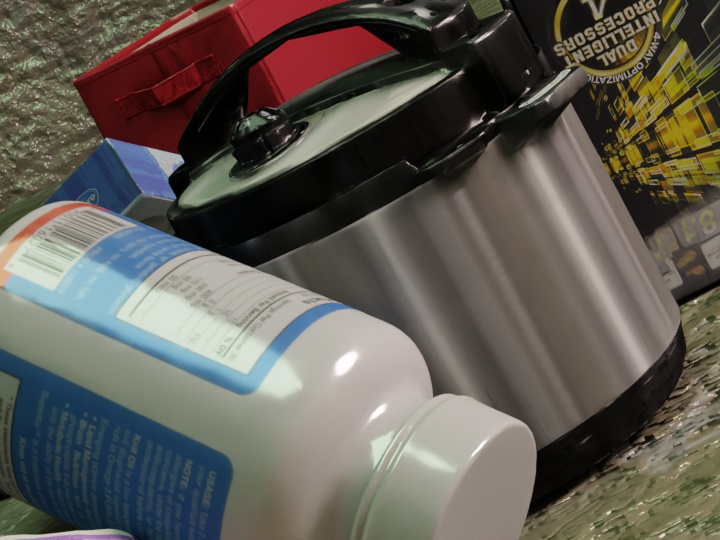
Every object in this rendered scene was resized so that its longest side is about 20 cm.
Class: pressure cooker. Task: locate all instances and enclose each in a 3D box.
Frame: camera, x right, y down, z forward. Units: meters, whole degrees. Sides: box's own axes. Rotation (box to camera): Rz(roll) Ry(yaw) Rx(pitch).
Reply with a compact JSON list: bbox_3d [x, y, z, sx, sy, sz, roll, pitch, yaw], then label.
[{"bbox_3d":[0.021,-0.012,0.886,0.175,0.201,0.179,-31,11,-3],"label":"pressure cooker"}]

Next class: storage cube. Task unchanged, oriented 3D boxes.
[{"bbox_3d":[-0.078,-0.122,1.673,0.170,0.181,0.200,-20,14,35],"label":"storage cube"}]

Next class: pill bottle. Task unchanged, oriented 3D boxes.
[{"bbox_3d":[-0.044,0.057,0.778,0.199,0.113,0.112,22,38,25],"label":"pill bottle"}]

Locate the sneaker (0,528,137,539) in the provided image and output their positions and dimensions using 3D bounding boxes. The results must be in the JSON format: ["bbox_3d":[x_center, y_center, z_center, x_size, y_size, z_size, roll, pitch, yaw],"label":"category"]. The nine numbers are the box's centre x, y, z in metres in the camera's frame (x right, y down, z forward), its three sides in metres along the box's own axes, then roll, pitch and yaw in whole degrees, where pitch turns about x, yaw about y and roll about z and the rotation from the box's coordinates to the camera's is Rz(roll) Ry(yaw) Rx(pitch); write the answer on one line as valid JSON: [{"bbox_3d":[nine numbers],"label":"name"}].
[{"bbox_3d":[-0.135,0.157,0.703,0.200,0.114,0.073,-30,-18,-31],"label":"sneaker"}]

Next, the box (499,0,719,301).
[{"bbox_3d":[0.183,-0.100,0.983,0.199,0.162,0.049,-26,12,5],"label":"box"}]

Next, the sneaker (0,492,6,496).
[{"bbox_3d":[-0.266,0.107,1.380,0.199,0.075,0.081,-21,13,37],"label":"sneaker"}]

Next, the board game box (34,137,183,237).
[{"bbox_3d":[-0.137,0.020,1.184,0.200,0.043,0.199,-43,-23,18],"label":"board game box"}]
